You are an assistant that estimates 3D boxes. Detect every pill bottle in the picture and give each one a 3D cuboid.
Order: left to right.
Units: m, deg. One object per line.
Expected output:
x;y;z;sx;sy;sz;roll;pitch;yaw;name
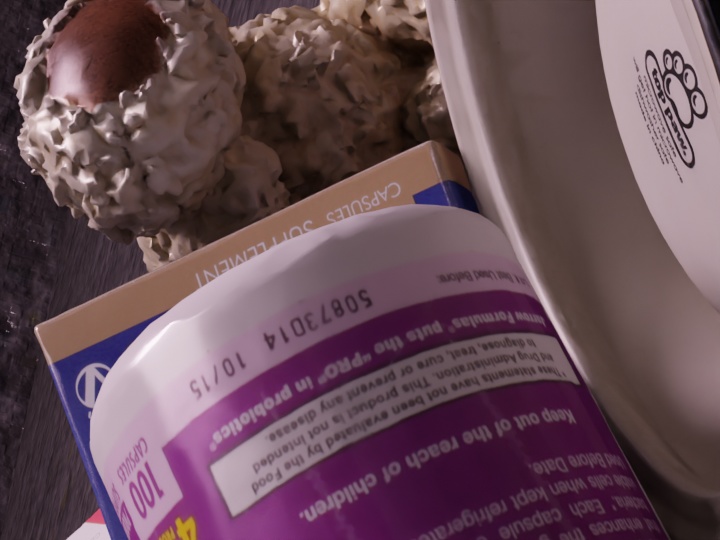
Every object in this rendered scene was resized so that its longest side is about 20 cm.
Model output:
0.026;0.096;0.552;0.201;0.112;0.112;62;150;21;pill bottle

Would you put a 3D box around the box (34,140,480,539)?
0.005;0.082;0.644;0.201;0.120;0.032;68;-168;12;box

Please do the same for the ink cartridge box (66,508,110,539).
-0.056;0.159;0.912;0.145;0.083;0.200;-42;27;4;ink cartridge box

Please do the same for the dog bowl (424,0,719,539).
0.079;-0.039;0.558;0.200;0.073;0.202;163;90;-79;dog bowl

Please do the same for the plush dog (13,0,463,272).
0.000;0.000;0.771;0.173;0.199;0.161;63;154;19;plush dog
